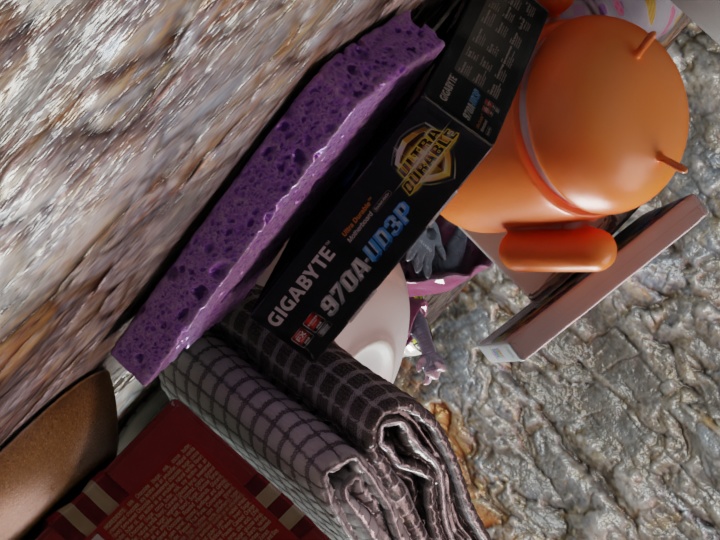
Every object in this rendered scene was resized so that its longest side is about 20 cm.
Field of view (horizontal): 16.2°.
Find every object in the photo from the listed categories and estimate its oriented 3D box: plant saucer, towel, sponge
[{"bbox_3d":[-0.188,0.137,1.320,0.200,0.035,0.200,-48,176,-5],"label":"plant saucer"},{"bbox_3d":[-0.011,0.104,1.405,0.086,0.165,0.200,-46,139,-13],"label":"towel"},{"bbox_3d":[-0.042,-0.036,1.250,0.200,0.030,0.112,-50,175,31],"label":"sponge"}]

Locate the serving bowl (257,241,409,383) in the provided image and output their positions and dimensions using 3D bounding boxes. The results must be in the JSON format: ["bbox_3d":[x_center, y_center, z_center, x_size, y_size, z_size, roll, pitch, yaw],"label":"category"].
[{"bbox_3d":[-0.030,0.065,1.547,0.200,0.066,0.201,-42,149,-33],"label":"serving bowl"}]

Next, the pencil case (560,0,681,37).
[{"bbox_3d":[0.146,-0.164,1.611,0.091,0.083,0.200,-30,-176,29],"label":"pencil case"}]

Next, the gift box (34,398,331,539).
[{"bbox_3d":[-0.103,0.214,1.332,0.184,0.200,0.187,-40,174,-26],"label":"gift box"}]

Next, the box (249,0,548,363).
[{"bbox_3d":[0.023,-0.059,1.332,0.159,0.046,0.200,-50,-173,28],"label":"box"}]

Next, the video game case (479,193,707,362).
[{"bbox_3d":[0.141,0.008,1.581,0.143,0.018,0.200,-38,179,-3],"label":"video game case"}]

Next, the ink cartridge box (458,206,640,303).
[{"bbox_3d":[0.115,-0.077,1.646,0.085,0.146,0.200,-46,176,21],"label":"ink cartridge box"}]

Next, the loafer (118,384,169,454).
[{"bbox_3d":[-0.094,0.093,1.604,0.200,0.070,0.075,-45,175,-32],"label":"loafer"}]

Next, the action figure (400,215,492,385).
[{"bbox_3d":[0.000,0.000,1.749,0.200,0.133,0.150,-33,-126,51],"label":"action figure"}]

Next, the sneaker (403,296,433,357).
[{"bbox_3d":[0.006,0.017,1.905,0.076,0.076,0.200,-19,-166,4],"label":"sneaker"}]

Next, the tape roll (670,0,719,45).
[{"bbox_3d":[0.250,-0.245,1.541,0.203,0.139,0.203,-47,175,-6],"label":"tape roll"}]

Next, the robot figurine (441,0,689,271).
[{"bbox_3d":[0.107,-0.081,1.454,0.200,0.116,0.144,-8,-127,50],"label":"robot figurine"}]
